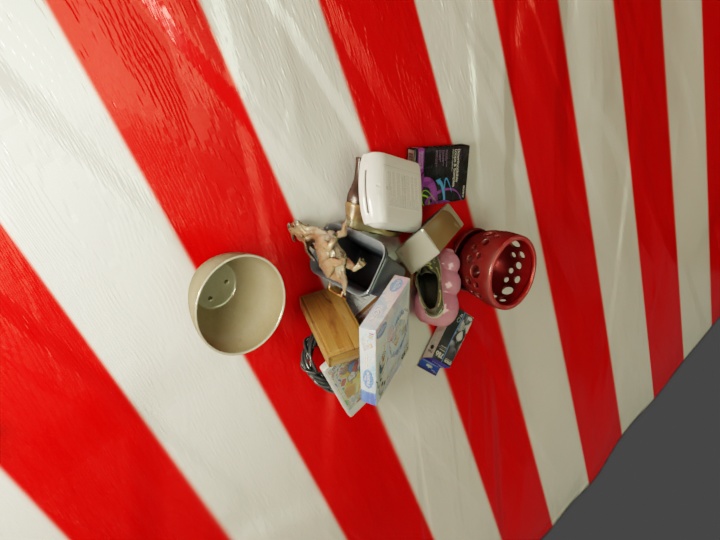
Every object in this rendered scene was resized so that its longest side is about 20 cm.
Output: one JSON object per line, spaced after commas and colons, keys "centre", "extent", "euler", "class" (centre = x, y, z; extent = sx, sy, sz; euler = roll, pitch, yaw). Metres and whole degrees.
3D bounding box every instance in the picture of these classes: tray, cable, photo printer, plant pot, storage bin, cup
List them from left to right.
{"centre": [-0.269, 0.050, 1.313], "extent": [0.196, 0.142, 0.206], "euler": [-14, 113, -34], "class": "cup"}
{"centre": [-0.061, 0.120, 1.456], "extent": [0.096, 0.201, 0.038], "euler": [-16, 132, -16], "class": "tray"}
{"centre": [-0.057, 0.213, 1.564], "extent": [0.196, 0.050, 0.168], "euler": [-18, 90, -32], "class": "cable"}
{"centre": [0.000, 0.000, 1.490], "extent": [0.133, 0.197, 0.149], "euler": [27, 88, -50], "class": "storage bin"}
{"centre": [0.066, -0.177, 1.475], "extent": [0.198, 0.068, 0.172], "euler": [1, 87, -55], "class": "photo printer"}
{"centre": [0.353, -0.017, 1.768], "extent": [0.196, 0.181, 0.206], "euler": [-14, 115, -33], "class": "plant pot"}

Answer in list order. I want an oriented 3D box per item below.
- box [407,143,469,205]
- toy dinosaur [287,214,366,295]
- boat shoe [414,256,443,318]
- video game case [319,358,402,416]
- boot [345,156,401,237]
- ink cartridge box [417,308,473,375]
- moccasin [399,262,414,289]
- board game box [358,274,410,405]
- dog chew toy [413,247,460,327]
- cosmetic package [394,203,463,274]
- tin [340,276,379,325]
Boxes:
{"centre": [0.197, -0.245, 1.660], "extent": [0.196, 0.036, 0.147], "euler": [-13, 113, -37], "class": "box"}
{"centre": [-0.071, -0.032, 1.421], "extent": [0.085, 0.134, 0.205], "euler": [-9, 73, -51], "class": "toy dinosaur"}
{"centre": [0.172, 0.015, 1.649], "extent": [0.060, 0.070, 0.208], "euler": [52, 28, -68], "class": "boat shoe"}
{"centre": [0.007, 0.227, 1.526], "extent": [0.181, 0.023, 0.202], "euler": [-41, 135, -16], "class": "video game case"}
{"centre": [0.045, -0.171, 1.539], "extent": [0.197, 0.071, 0.172], "euler": [7, 94, -49], "class": "boot"}
{"centre": [0.245, 0.204, 1.854], "extent": [0.099, 0.039, 0.204], "euler": [29, 87, -42], "class": "ink cartridge box"}
{"centre": [0.065, 0.060, 1.641], "extent": [0.202, 0.073, 0.078], "euler": [-50, 138, -1], "class": "moccasin"}
{"centre": [0.055, 0.150, 1.419], "extent": [0.201, 0.042, 0.204], "euler": [-51, 148, -49], "class": "board game box"}
{"centre": [0.212, 0.043, 1.722], "extent": [0.122, 0.123, 0.206], "euler": [14, 89, -40], "class": "dog chew toy"}
{"centre": [0.171, -0.081, 1.590], "extent": [0.072, 0.105, 0.200], "euler": [50, 36, -3], "class": "cosmetic package"}
{"centre": [-0.013, 0.079, 1.548], "extent": [0.199, 0.111, 0.042], "euler": [-41, 139, -21], "class": "tin"}
